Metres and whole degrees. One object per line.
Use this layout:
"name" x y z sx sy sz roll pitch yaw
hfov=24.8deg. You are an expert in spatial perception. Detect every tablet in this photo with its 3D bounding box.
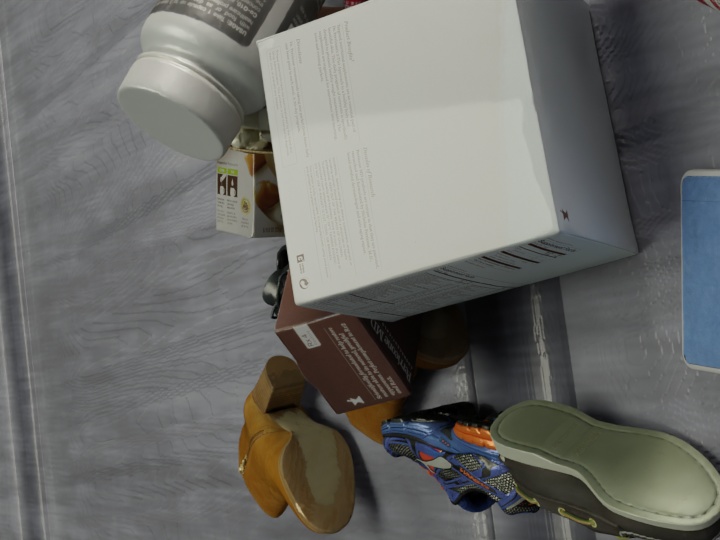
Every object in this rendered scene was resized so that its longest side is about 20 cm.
"tablet" 0.260 0.005 0.985 0.200 0.014 0.132 7 100 62

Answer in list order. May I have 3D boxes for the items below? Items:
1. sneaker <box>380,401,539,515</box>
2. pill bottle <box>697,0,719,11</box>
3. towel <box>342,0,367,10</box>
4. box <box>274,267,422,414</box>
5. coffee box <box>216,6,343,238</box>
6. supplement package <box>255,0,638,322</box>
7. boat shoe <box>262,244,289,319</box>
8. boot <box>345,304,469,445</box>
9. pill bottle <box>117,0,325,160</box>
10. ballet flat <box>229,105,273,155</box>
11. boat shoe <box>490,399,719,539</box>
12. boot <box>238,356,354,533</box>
"sneaker" 0.077 0.149 1.283 0.200 0.075 0.079 1 97 63
"pill bottle" 0.209 -0.213 0.955 0.200 0.109 0.111 43 129 51
"towel" 0.002 -0.221 1.355 0.145 0.022 0.202 -66 -16 -72
"box" 0.000 0.000 1.275 0.074 0.100 0.201 -15 40 26
"coffee box" -0.064 -0.135 1.466 0.080 0.113 0.202 13 105 60
"supplement package" 0.059 -0.084 1.127 0.199 0.147 0.193 -15 77 28
"boat shoe" -0.052 0.020 1.427 0.200 0.065 0.075 -87 12 -65
"boot" 0.032 0.085 1.373 0.201 0.070 0.145 -135 44 -58
"pill bottle" -0.100 -0.194 1.268 0.113 0.113 0.201 -11 47 61
"ballet flat" -0.068 -0.119 1.322 0.199 0.065 0.071 1 94 52
"boat shoe" 0.172 0.145 1.112 0.201 0.072 0.061 21 139 50
"boot" -0.064 0.196 1.552 0.145 0.070 0.202 107 149 -45
